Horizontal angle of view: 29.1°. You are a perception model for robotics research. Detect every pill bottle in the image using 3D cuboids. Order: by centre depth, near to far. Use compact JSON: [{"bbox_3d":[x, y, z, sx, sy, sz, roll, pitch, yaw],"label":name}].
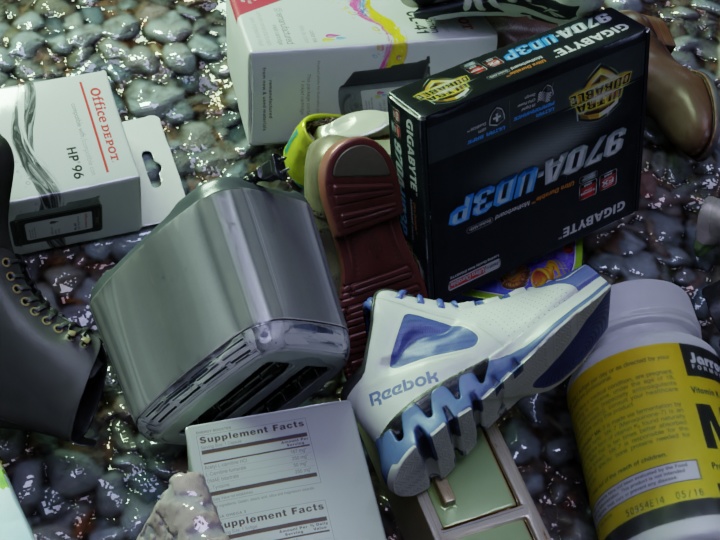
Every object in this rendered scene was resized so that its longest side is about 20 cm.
[{"bbox_3d":[0.204,0.114,0.947,0.113,0.115,0.202,-2,55,-9],"label":"pill bottle"}]

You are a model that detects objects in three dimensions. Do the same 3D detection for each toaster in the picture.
[{"bbox_3d":[-0.088,0.031,0.930,0.113,0.200,0.130,10,50,-48],"label":"toaster"}]

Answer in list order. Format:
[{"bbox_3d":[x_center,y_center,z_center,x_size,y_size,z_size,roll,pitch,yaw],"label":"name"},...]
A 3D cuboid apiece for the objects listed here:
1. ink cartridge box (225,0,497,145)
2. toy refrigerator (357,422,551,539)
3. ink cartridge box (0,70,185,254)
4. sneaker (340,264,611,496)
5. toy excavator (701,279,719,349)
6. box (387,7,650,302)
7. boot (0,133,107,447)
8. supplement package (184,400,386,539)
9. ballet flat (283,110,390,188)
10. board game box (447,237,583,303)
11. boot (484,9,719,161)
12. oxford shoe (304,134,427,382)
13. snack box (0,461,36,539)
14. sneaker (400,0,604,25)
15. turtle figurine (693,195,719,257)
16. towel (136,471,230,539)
[{"bbox_3d":[-0.004,-0.175,1.124,0.198,0.086,0.148,-6,34,-11],"label":"ink cartridge box"},{"bbox_3d":[0.069,0.160,0.924,0.075,0.070,0.201,-13,57,-17],"label":"toy refrigerator"},{"bbox_3d":[-0.237,-0.082,1.058,0.198,0.068,0.117,-13,57,-17],"label":"ink cartridge box"},{"bbox_3d":[0.064,0.044,0.911,0.199,0.081,0.115,-35,61,-17],"label":"sneaker"},{"bbox_3d":[0.337,0.104,0.968,0.099,0.200,0.195,-28,27,20],"label":"toy excavator"},{"bbox_3d":[0.115,-0.082,0.991,0.199,0.160,0.046,-23,41,-23],"label":"box"},{"bbox_3d":[-0.223,0.013,0.939,0.137,0.077,0.202,11,94,11],"label":"boot"},{"bbox_3d":[-0.039,0.199,0.853,0.108,0.114,0.201,-8,56,-12],"label":"supplement package"},{"bbox_3d":[0.041,-0.094,1.049,0.198,0.067,0.067,-2,53,-9],"label":"ballet flat"},{"bbox_3d":[0.071,-0.024,1.073,0.198,0.045,0.135,10,54,-1],"label":"board game box"},{"bbox_3d":[0.185,-0.166,1.155,0.198,0.065,0.187,6,38,-22],"label":"boot"},{"bbox_3d":[0.000,0.000,0.987,0.070,0.202,0.075,-12,16,-23],"label":"oxford shoe"},{"bbox_3d":[-0.275,0.199,0.835,0.167,0.068,0.200,-22,52,-21],"label":"snack box"},{"bbox_3d":[0.089,-0.221,1.038,0.128,0.080,0.199,-14,27,-18],"label":"sneaker"},{"bbox_3d":[0.370,-0.006,1.084,0.193,0.200,0.145,18,76,31],"label":"turtle figurine"},{"bbox_3d":[-0.097,0.246,0.767,0.032,0.192,0.201,-1,50,-36],"label":"towel"}]
